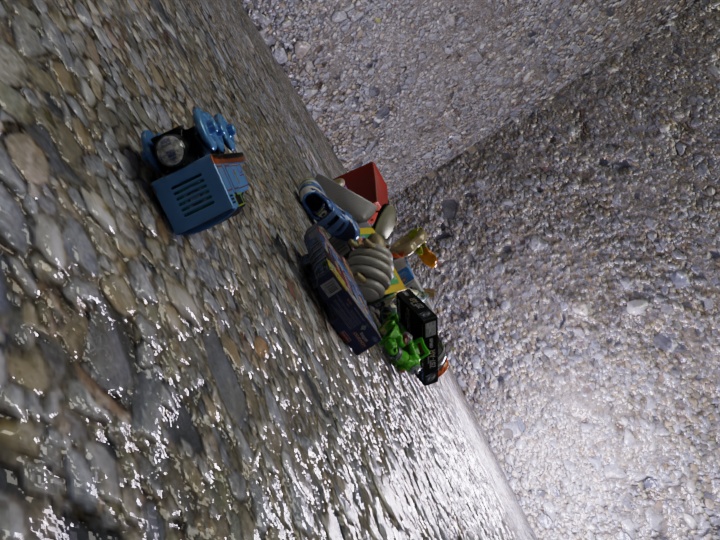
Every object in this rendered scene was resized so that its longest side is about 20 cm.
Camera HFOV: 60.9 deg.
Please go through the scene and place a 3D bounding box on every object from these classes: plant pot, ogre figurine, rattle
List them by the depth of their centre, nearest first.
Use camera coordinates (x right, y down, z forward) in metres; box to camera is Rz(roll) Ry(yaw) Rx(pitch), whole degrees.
[{"bbox_3d":[0.103,0.185,1.506,0.120,0.098,0.200,48,-6,-8],"label":"ogre figurine"},{"bbox_3d":[0.146,-0.030,1.796,0.201,0.127,0.146,-61,140,-61],"label":"rattle"},{"bbox_3d":[0.018,-0.309,2.641,0.200,0.196,0.180,49,23,-58],"label":"plant pot"}]

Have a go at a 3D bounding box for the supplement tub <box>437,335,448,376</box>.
[{"bbox_3d":[0.177,0.220,1.821,0.203,0.121,0.123,58,6,-16],"label":"supplement tub"}]

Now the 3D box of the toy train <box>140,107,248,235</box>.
[{"bbox_3d":[-0.173,-0.109,0.678,0.200,0.085,0.117,-97,166,-79],"label":"toy train"}]

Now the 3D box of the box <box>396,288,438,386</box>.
[{"bbox_3d":[0.150,0.176,1.624,0.160,0.042,0.205,-133,-145,-55],"label":"box"}]

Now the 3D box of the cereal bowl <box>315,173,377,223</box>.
[{"bbox_3d":[-0.054,-0.190,1.733,0.196,0.085,0.200,28,5,-3],"label":"cereal bowl"}]

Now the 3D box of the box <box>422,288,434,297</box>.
[{"bbox_3d":[0.159,0.069,2.107,0.163,0.194,0.022,-11,106,-83],"label":"box"}]

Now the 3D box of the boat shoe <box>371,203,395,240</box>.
[{"bbox_3d":[0.048,-0.106,1.774,0.063,0.072,0.205,44,-49,38],"label":"boat shoe"}]

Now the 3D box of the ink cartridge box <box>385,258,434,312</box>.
[{"bbox_3d":[0.124,0.082,1.900,0.202,0.142,0.085,56,8,-27],"label":"ink cartridge box"}]

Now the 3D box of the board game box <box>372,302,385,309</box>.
[{"bbox_3d":[0.000,0.000,1.770,0.136,0.034,0.203,52,11,-54],"label":"board game box"}]

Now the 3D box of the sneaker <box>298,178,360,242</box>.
[{"bbox_3d":[-0.081,-0.136,1.517,0.199,0.074,0.083,42,14,-16],"label":"sneaker"}]

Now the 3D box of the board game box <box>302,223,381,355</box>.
[{"bbox_3d":[-0.050,0.021,1.157,0.201,0.061,0.201,56,7,-37],"label":"board game box"}]

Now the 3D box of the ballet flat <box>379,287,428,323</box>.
[{"bbox_3d":[0.127,0.089,1.781,0.198,0.074,0.075,-32,92,-42],"label":"ballet flat"}]

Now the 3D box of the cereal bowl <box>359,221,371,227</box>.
[{"bbox_3d":[0.006,-0.092,1.940,0.202,0.082,0.200,56,-3,5],"label":"cereal bowl"}]

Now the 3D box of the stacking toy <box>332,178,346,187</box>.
[{"bbox_3d":[-0.052,-0.211,2.110,0.203,0.084,0.086,62,5,-24],"label":"stacking toy"}]

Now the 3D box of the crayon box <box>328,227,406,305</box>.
[{"bbox_3d":[0.020,-0.014,1.643,0.171,0.058,0.203,-7,67,-60],"label":"crayon box"}]

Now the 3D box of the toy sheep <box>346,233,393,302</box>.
[{"bbox_3d":[0.018,0.004,1.483,0.138,0.135,0.205,49,53,-57],"label":"toy sheep"}]
